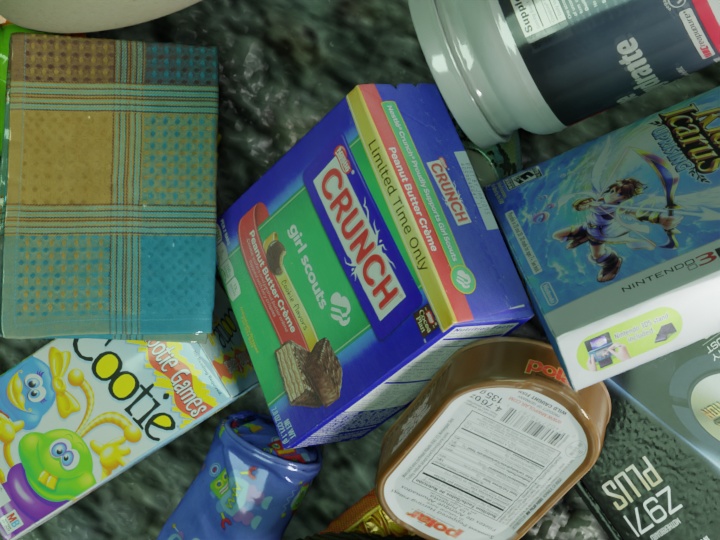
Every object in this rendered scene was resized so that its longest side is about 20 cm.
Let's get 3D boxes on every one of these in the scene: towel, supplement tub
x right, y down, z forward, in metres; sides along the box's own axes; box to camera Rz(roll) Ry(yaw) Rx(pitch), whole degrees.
[{"bbox_3d":[-0.166,-0.053,1.404,0.145,0.022,0.202,3,84,-14],"label":"towel"},{"bbox_3d":[0.144,-0.173,1.358,0.199,0.140,0.141,-23,91,16],"label":"supplement tub"}]

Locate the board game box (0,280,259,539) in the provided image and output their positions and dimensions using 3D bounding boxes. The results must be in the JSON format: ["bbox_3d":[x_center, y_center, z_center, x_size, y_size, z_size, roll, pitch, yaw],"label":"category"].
[{"bbox_3d":[-0.179,0.088,1.496,0.199,0.105,0.104,-33,88,16],"label":"board game box"}]

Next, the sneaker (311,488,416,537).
[{"bbox_3d":[0.013,0.190,1.474,0.200,0.077,0.073,-39,85,14],"label":"sneaker"}]

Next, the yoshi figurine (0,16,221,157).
[{"bbox_3d":[-0.202,-0.096,1.460,0.199,0.113,0.112,30,145,-7],"label":"yoshi figurine"}]

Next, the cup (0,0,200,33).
[{"bbox_3d":[-0.184,-0.236,1.386,0.143,0.200,0.201,-32,89,36],"label":"cup"}]

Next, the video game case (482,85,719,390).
[{"bbox_3d":[0.184,-0.027,1.320,0.180,0.200,0.046,-22,121,1],"label":"video game case"}]

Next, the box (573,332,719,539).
[{"bbox_3d":[0.232,0.091,1.399,0.199,0.086,0.164,-36,88,16],"label":"box"}]

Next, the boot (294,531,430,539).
[{"bbox_3d":[0.013,0.281,1.443,0.173,0.066,0.202,2,110,-20],"label":"boot"}]

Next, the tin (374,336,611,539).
[{"bbox_3d":[0.081,0.115,1.361,0.111,0.042,0.200,28,138,-7],"label":"tin"}]

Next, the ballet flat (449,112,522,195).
[{"bbox_3d":[0.061,-0.018,1.439,0.074,0.074,0.202,15,100,12],"label":"ballet flat"}]

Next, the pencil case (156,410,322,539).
[{"bbox_3d":[-0.105,0.193,1.504,0.087,0.078,0.201,34,104,16],"label":"pencil case"}]

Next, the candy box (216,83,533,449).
[{"bbox_3d":[0.000,0.000,1.388,0.200,0.077,0.170,-39,66,44],"label":"candy box"}]
